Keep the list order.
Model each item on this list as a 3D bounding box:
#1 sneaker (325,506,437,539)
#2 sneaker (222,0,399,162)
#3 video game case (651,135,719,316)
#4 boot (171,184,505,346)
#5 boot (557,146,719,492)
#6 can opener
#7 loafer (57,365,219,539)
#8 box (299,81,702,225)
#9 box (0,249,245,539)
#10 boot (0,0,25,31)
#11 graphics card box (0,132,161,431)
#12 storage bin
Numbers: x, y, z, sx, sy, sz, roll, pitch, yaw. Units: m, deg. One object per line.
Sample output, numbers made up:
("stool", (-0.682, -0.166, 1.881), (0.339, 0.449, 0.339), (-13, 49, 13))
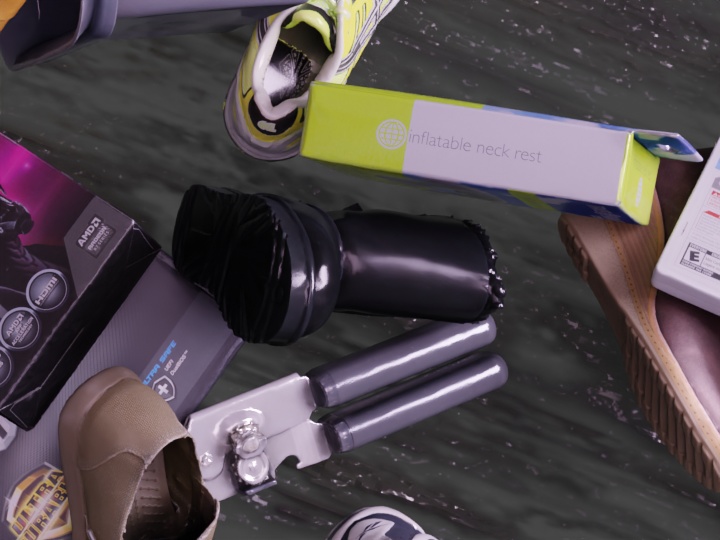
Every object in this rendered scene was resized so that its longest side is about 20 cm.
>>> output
("sneaker", (0.059, 0.217, 1.625), (0.079, 0.130, 0.199), (-32, 94, -7))
("sneaker", (-0.012, -0.154, 1.651), (0.075, 0.076, 0.200), (21, 84, -6))
("video game case", (0.263, -0.039, 1.655), (0.143, 0.018, 0.200), (24, 55, 9))
("boot", (0.000, 0.001, 1.582), (0.162, 0.198, 0.073), (9, 98, -21))
("boot", (0.221, 0.012, 1.659), (0.166, 0.072, 0.200), (-21, 66, -10))
("can opener", (-0.014, 0.072, 1.655), (0.200, 0.066, 0.053), (-21, 105, -17))
("loafer", (-0.114, 0.146, 1.589), (0.076, 0.067, 0.200), (-34, 132, -26))
("box", (0.078, -0.062, 1.609), (0.200, 0.122, 0.048), (10, 89, 13))
("box", (-0.178, 0.062, 1.634), (0.159, 0.046, 0.200), (37, 84, -6))
("boot", (-0.214, -0.147, 1.519), (0.071, 0.144, 0.201), (26, 93, -17))
("graphics card box", (-0.221, -0.018, 1.584), (0.200, 0.051, 0.126), (34, 83, 22))
("storage bin", (-0.111, -0.185, 1.586), (0.134, 0.200, 0.146), (-2, 89, -20))
